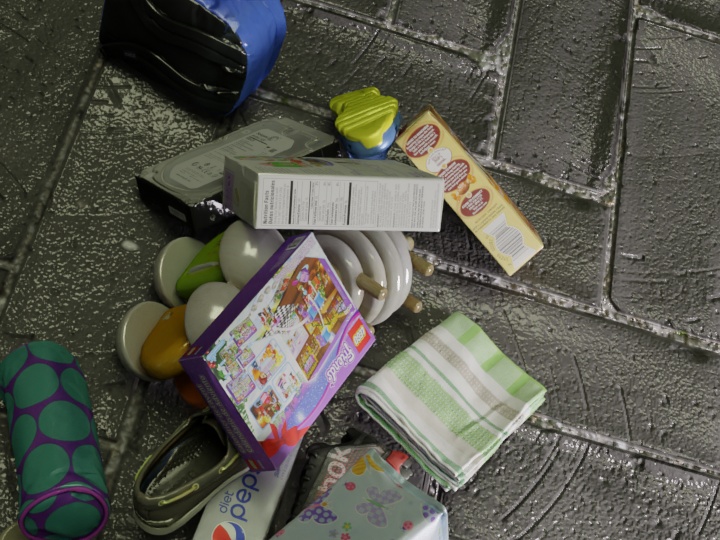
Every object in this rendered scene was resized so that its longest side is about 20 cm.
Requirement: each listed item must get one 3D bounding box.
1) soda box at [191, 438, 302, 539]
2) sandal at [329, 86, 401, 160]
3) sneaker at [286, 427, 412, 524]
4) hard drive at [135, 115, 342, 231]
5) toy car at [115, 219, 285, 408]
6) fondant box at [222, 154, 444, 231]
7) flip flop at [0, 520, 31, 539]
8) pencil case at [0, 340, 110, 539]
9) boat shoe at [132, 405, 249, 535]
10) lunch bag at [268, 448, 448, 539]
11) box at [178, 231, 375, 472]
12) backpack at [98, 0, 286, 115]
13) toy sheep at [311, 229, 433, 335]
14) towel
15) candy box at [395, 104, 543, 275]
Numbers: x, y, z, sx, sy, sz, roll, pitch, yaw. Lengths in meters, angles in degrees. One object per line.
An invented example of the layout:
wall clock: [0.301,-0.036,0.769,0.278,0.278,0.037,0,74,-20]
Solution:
soda box: [-0.119,0.242,1.278,0.068,0.064,0.202,19,57,1]
sandal: [0.012,-0.156,1.505,0.079,0.200,0.088,-16,106,2]
sneaker: [-0.039,0.232,1.303,0.098,0.071,0.200,41,56,12]
hard drive: [-0.137,-0.114,1.464,0.199,0.038,0.139,-25,31,-26]
toy car: [-0.142,0.051,1.351,0.150,0.174,0.201,45,52,-28]
fondant box: [-0.031,-0.081,1.344,0.198,0.144,0.059,1,101,-20]
flip flop: [-0.265,0.311,1.202,0.081,0.058,0.201,-27,69,-27]
pencil case: [-0.295,0.165,1.241,0.084,0.093,0.201,18,31,-34]
boat shoe: [-0.140,0.166,1.249,0.072,0.061,0.202,35,61,21]
lunch bag: [-0.002,0.297,1.195,0.169,0.201,0.127,-36,54,-28]
box: [-0.076,0.077,1.261,0.200,0.039,0.138,-50,118,-41]
backpack: [-0.183,-0.301,1.537,0.199,0.163,0.168,35,54,9]
toy sheep: [0.000,0.000,1.422,0.138,0.138,0.199,48,35,16]
towel: [0.102,0.132,1.399,0.149,0.031,0.200,44,45,12]
candy box: [0.123,-0.094,1.483,0.055,0.115,0.200,-39,96,9]
